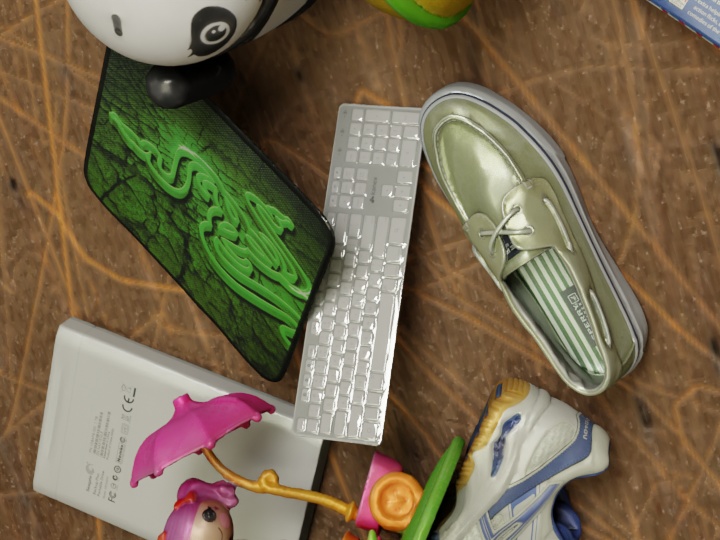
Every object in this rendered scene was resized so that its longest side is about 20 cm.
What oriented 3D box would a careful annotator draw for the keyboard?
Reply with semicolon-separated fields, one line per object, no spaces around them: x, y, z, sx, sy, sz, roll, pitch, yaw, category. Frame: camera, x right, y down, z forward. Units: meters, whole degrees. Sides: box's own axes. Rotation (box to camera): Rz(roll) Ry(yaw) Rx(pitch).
0.000;0.000;0.948;0.056;0.011;0.203;4;79;23;keyboard

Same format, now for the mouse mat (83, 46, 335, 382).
-0.098;-0.041;0.971;0.200;0.007;0.162;44;143;17;mouse mat

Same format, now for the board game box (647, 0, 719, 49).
0.189;-0.235;0.826;0.151;0.046;0.201;35;117;7;board game box

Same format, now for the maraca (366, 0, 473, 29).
0.024;-0.225;0.831;0.106;0.137;0.203;-9;84;30;maraca

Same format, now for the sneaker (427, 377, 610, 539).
0.087;0.166;0.994;0.087;0.075;0.202;24;120;2;sneaker

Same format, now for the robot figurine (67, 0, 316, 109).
-0.080;-0.181;0.863;0.124;0.200;0.152;-24;98;26;robot figurine

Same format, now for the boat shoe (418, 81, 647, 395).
0.100;-0.020;0.928;0.072;0.062;0.201;-35;92;27;boat shoe

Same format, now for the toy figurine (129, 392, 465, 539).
-0.057;0.160;0.977;0.182;0.150;0.202;23;81;5;toy figurine

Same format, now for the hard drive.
-0.123;0.126;1.087;0.198;0.027;0.133;20;114;14;hard drive
